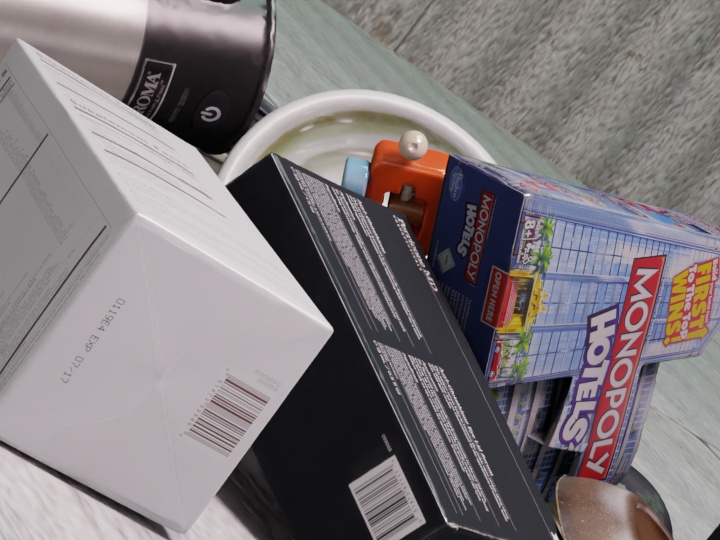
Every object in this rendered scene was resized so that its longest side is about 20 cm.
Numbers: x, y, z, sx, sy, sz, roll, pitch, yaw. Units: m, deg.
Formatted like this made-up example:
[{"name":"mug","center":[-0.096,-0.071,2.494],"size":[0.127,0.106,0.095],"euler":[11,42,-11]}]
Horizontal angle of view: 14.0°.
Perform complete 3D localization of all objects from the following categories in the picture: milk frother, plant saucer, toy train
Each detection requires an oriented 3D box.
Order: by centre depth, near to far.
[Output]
[{"name":"plant saucer","center":[0.154,0.186,1.439],"size":[0.201,0.032,0.200],"euler":[58,13,-23]},{"name":"toy train","center":[-0.042,-0.031,1.523],"size":[0.199,0.151,0.056],"euler":[8,39,1]},{"name":"plant saucer","center":[0.000,0.000,1.649],"size":[0.200,0.201,0.050],"euler":[37,-26,-8]},{"name":"milk frother","center":[-0.156,-0.183,1.653],"size":[0.187,0.181,0.200],"euler":[10,26,-27]}]

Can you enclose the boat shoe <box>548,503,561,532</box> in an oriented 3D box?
[{"name":"boat shoe","center":[0.121,0.164,1.583],"size":[0.071,0.063,0.200],"euler":[35,10,-35]}]

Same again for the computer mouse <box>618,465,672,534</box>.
[{"name":"computer mouse","center":[0.137,0.127,1.882],"size":[0.138,0.053,0.200],"euler":[30,11,-48]}]

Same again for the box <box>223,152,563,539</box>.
[{"name":"box","center":[0.002,0.060,1.380],"size":[0.141,0.079,0.201],"euler":[20,40,-59]}]

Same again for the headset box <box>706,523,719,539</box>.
[{"name":"headset box","center":[0.246,0.180,1.644],"size":[0.093,0.174,0.200],"euler":[38,7,-3]}]

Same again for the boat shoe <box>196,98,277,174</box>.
[{"name":"boat shoe","center":[-0.003,-0.047,1.729],"size":[0.199,0.063,0.075],"euler":[27,-4,-10]}]

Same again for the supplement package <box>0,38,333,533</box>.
[{"name":"supplement package","center":[-0.113,0.002,1.271],"size":[0.109,0.114,0.200],"euler":[31,11,-31]}]

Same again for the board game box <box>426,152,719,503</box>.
[{"name":"board game box","center":[0.115,0.036,1.525],"size":[0.199,0.201,0.062],"euler":[-7,26,-41]}]
